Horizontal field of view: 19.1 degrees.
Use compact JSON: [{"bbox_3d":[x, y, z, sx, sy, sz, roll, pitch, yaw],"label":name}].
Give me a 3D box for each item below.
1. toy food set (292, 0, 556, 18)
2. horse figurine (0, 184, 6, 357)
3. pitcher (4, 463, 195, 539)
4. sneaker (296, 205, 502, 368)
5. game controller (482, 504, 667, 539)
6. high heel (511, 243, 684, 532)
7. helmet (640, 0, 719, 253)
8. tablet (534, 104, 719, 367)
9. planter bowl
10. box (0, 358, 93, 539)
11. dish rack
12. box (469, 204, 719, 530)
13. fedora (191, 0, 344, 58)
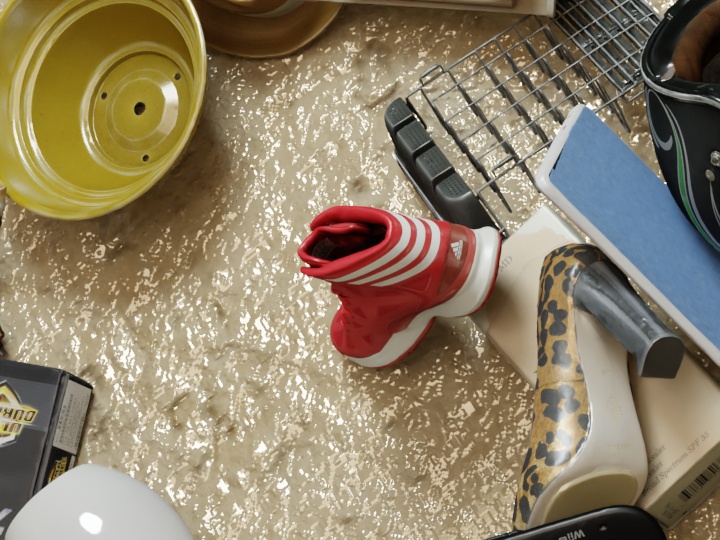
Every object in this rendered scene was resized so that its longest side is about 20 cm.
[{"bbox_3d":[0.046,-0.250,1.466,0.199,0.060,0.144,7,101,22],"label":"toy food set"},{"bbox_3d":[-0.328,-0.036,1.605,0.200,0.133,0.050,29,42,25],"label":"horse figurine"},{"bbox_3d":[-0.163,0.247,1.449,0.200,0.121,0.172,47,109,15],"label":"pitcher"},{"bbox_3d":[0.000,0.000,1.407,0.200,0.115,0.079,-38,38,55],"label":"sneaker"},{"bbox_3d":[0.096,0.209,1.294,0.199,0.042,0.105,-18,110,8],"label":"game controller"},{"bbox_3d":[0.124,0.088,1.344,0.201,0.071,0.143,-65,32,20],"label":"high heel"},{"bbox_3d":[0.280,-0.083,1.336,0.199,0.191,0.200,-26,29,16],"label":"helmet"},{"bbox_3d":[0.192,-0.012,1.342,0.200,0.130,0.014,45,121,-7],"label":"tablet"},{"bbox_3d":[-0.180,-0.128,1.574,0.200,0.083,0.201,-5,78,26],"label":"planter bowl"},{"bbox_3d":[-0.310,0.159,1.561,0.199,0.050,0.199,9,76,23],"label":"box"},{"bbox_3d":[0.118,-0.114,1.455,0.200,0.055,0.154,-34,40,1],"label":"dish rack"},{"bbox_3d":[0.161,0.062,1.396,0.095,0.078,0.200,-45,64,5],"label":"box"},{"bbox_3d":[-0.096,-0.248,1.548,0.200,0.082,0.202,5,105,19],"label":"fedora"}]
